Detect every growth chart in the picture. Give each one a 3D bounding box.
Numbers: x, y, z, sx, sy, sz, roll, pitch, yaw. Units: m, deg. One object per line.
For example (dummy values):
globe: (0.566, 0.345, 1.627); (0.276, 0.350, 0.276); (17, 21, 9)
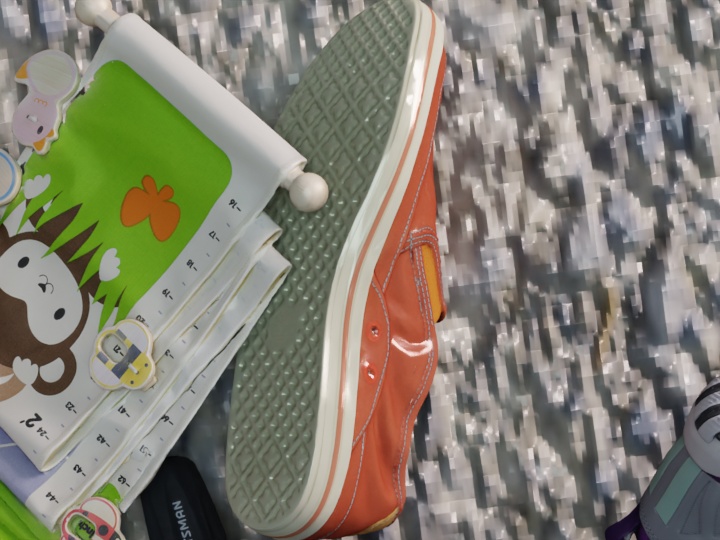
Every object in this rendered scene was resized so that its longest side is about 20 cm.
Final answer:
growth chart: (-0.102, 0.011, 0.818); (0.145, 0.018, 0.200); (31, 94, 22)

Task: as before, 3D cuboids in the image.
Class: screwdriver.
screwdriver: (-0.044, 0.152, 0.783); (0.029, 0.028, 0.200); (4, 53, -30)

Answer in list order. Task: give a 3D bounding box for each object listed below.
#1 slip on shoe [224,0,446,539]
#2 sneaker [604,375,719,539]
slip on shoe: (0.000, 0.000, 0.816); (0.061, 0.074, 0.201); (19, 75, -41)
sneaker: (0.188, 0.112, 0.811); (0.200, 0.074, 0.088); (31, 124, -6)
